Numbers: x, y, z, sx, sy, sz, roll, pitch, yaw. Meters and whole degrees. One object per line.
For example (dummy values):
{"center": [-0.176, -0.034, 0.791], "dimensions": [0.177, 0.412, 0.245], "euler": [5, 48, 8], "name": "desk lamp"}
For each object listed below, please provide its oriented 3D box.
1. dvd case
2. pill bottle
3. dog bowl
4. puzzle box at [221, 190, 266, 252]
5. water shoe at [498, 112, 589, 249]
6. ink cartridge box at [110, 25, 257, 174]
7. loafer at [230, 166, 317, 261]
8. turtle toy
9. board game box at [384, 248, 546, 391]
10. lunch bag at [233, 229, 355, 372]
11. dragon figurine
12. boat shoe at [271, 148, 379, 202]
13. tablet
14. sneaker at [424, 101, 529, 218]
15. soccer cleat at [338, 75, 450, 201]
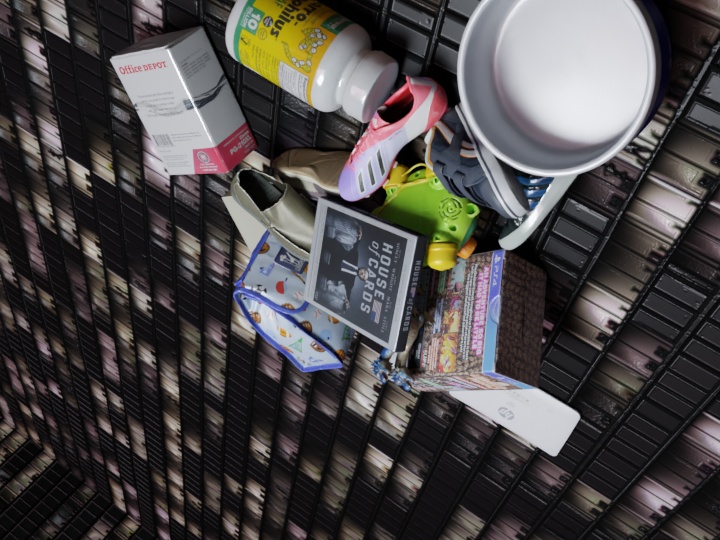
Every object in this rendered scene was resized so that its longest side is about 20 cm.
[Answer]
{"center": [0.000, 0.000, 1.005], "dimensions": [0.199, 0.025, 0.152], "euler": [26, 111, 46], "name": "dvd case"}
{"center": [-0.057, -0.267, 0.948], "dimensions": [0.199, 0.113, 0.113], "euler": [33, 141, 12], "name": "pill bottle"}
{"center": [0.201, -0.200, 0.769], "dimensions": [0.198, 0.079, 0.202], "euler": [14, 115, 30], "name": "dog bowl"}
{"center": [-0.141, -0.049, 1.295], "dimensions": [0.132, 0.025, 0.201], "euler": [0, 125, 41], "name": "puzzle box"}
{"center": [0.207, -0.112, 0.904], "dimensions": [0.079, 0.071, 0.201], "euler": [39, 132, 9], "name": "water shoe"}
{"center": [-0.265, -0.252, 1.165], "dimensions": [0.144, 0.084, 0.201], "euler": [4, 129, 38], "name": "ink cartridge box"}
{"center": [-0.109, -0.081, 1.102], "dimensions": [0.199, 0.076, 0.070], "euler": [33, 170, 8], "name": "loafer"}
{"center": [0.080, -0.066, 1.016], "dimensions": [0.199, 0.100, 0.148], "euler": [-6, 80, 45], "name": "turtle toy"}
{"center": [0.138, 0.074, 1.042], "dimensions": [0.096, 0.161, 0.199], "euler": [23, 158, -39], "name": "board game box"}
{"center": [-0.087, 0.029, 1.174], "dimensions": [0.123, 0.171, 0.200], "euler": [-16, 128, 45], "name": "lunch bag"}
{"center": [0.040, 0.062, 1.036], "dimensions": [0.059, 0.201, 0.099], "euler": [23, 123, -38], "name": "dragon figurine"}
{"center": [-0.045, -0.128, 1.104], "dimensions": [0.199, 0.072, 0.065], "euler": [16, 145, 39], "name": "boat shoe"}
{"center": [0.238, 0.211, 1.218], "dimensions": [0.199, 0.014, 0.131], "euler": [30, 140, 17], "name": "tablet"}
{"center": [0.126, -0.111, 0.868], "dimensions": [0.079, 0.201, 0.078], "euler": [-35, 126, 17], "name": "sneaker"}
{"center": [0.026, -0.164, 0.960], "dimensions": [0.200, 0.076, 0.067], "euler": [-41, 54, 32], "name": "soccer cleat"}
